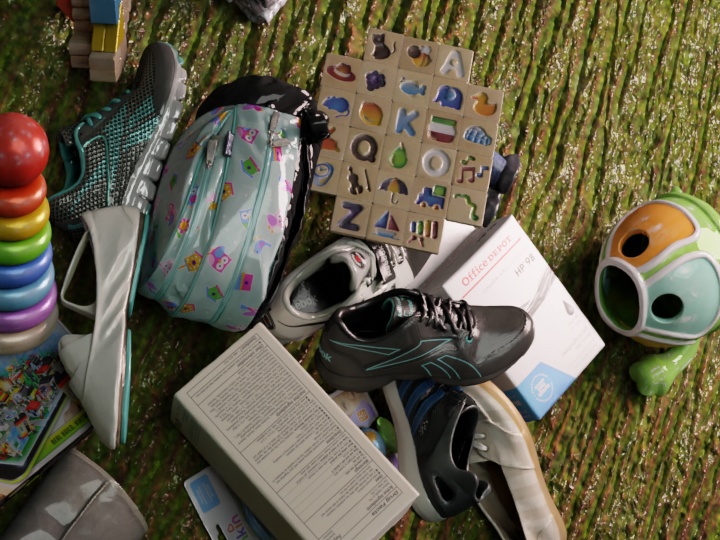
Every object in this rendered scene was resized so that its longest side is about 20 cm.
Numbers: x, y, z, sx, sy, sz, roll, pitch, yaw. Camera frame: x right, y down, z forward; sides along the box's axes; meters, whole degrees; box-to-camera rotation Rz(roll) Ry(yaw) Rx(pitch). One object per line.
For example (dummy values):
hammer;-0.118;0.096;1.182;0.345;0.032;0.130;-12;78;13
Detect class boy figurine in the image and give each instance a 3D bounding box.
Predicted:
boy figurine;0.044;-0.110;1.574;0.198;0.125;0.065;24;26;-5

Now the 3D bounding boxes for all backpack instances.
backpack;-0.112;-0.049;1.435;0.125;0.167;0.202;17;67;-10

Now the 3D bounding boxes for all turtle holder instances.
turtle holder;0.294;0.018;1.690;0.131;0.186;0.141;-24;60;-33

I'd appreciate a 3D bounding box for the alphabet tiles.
alphabet tiles;0.038;-0.117;1.518;0.164;0.006;0.202;11;70;-1

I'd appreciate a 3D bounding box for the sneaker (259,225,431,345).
sneaker;0.000;0.000;1.511;0.199;0.088;0.074;-35;90;-23

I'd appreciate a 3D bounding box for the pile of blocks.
pile of blocks;-0.228;-0.260;1.453;0.061;0.082;0.202;3;73;5

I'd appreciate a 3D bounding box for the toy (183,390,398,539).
toy;-0.043;0.187;1.489;0.199;0.047;0.116;-29;94;-33

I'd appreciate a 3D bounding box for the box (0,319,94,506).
box;-0.287;0.118;1.325;0.110;0.035;0.200;47;48;2

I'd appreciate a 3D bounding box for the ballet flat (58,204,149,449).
ballet flat;-0.208;0.042;1.353;0.069;0.069;0.202;14;68;-28

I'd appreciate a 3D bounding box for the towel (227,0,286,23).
towel;-0.101;-0.347;1.543;0.200;0.085;0.166;48;61;-14

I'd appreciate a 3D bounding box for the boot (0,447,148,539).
boot;-0.279;0.219;1.327;0.200;0.072;0.182;-51;119;-22

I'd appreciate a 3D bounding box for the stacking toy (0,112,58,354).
stacking toy;-0.268;-0.035;1.291;0.084;0.201;0.086;6;40;-6

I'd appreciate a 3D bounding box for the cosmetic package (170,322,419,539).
cosmetic package;-0.057;0.155;1.427;0.103;0.073;0.200;-38;80;-21

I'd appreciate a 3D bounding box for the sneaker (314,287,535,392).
sneaker;0.059;0.057;1.482;0.198;0.080;0.076;-9;48;-10

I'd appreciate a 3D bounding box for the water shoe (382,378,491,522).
water shoe;0.070;0.125;1.525;0.071;0.078;0.202;37;37;-57

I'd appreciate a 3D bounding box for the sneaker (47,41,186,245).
sneaker;-0.209;-0.112;1.438;0.090;0.077;0.202;23;67;-21

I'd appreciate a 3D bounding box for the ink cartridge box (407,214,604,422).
ink cartridge box;0.126;0.033;1.612;0.116;0.067;0.201;-44;103;-30

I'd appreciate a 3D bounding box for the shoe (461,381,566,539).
shoe;0.129;0.186;1.580;0.053;0.070;0.202;-34;100;-40
